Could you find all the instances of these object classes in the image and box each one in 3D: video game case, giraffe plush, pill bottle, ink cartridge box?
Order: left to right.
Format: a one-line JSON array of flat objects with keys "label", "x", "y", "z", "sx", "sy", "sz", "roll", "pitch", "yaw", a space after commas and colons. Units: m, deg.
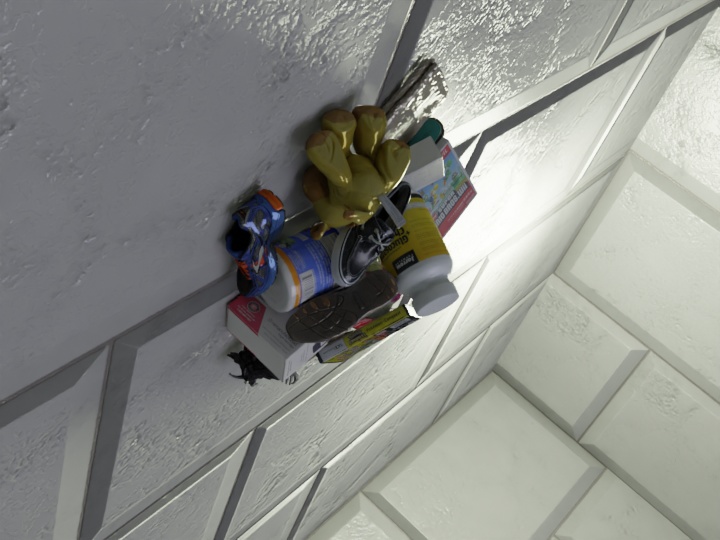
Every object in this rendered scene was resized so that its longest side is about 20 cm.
[{"label": "ink cartridge box", "x": -0.110, "y": 0.068, "z": 1.610, "sx": 0.200, "sy": 0.145, "sz": 0.084, "roll": -39, "pitch": 160, "yaw": -29}, {"label": "pill bottle", "x": -0.070, "y": -0.016, "z": 1.548, "sx": 0.199, "sy": 0.112, "sz": 0.112, "roll": -25, "pitch": 151, "yaw": -33}, {"label": "giraffe plush", "x": -0.022, "y": -0.133, "z": 1.436, "sx": 0.172, "sy": 0.201, "sz": 0.162, "roll": -18, "pitch": 175, "yaw": -32}, {"label": "video game case", "x": 0.019, "y": 0.117, "z": 1.706, "sx": 0.180, "sy": 0.026, "sz": 0.200, "roll": -29, "pitch": 171, "yaw": 6}, {"label": "pill bottle", "x": 0.091, "y": -0.028, "z": 1.590, "sx": 0.112, "sy": 0.201, "sz": 0.112, "roll": -22, "pitch": 161, "yaw": -8}, {"label": "video game case", "x": 0.146, "y": -0.139, "z": 1.736, "sx": 0.143, "sy": 0.017, "sz": 0.200, "roll": -52, "pitch": 147, "yaw": -6}]

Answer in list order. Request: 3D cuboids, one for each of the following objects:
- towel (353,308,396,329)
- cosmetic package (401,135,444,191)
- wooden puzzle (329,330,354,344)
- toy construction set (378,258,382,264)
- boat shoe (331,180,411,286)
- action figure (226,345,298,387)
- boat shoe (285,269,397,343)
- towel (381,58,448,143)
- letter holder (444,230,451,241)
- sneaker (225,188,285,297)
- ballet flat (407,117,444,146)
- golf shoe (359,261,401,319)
[{"label": "towel", "x": 0.009, "y": 0.093, "z": 1.797, "sx": 0.144, "sy": 0.023, "sz": 0.200, "roll": -12, "pitch": 172, "yaw": 23}, {"label": "cosmetic package", "x": 0.045, "y": -0.152, "z": 1.604, "sx": 0.199, "sy": 0.051, "sz": 0.083, "roll": -28, "pitch": 162, "yaw": -3}, {"label": "wooden puzzle", "x": -0.093, "y": 0.160, "z": 1.868, "sx": 0.199, "sy": 0.037, "sz": 0.185, "roll": -26, "pitch": 176, "yaw": 1}, {"label": "toy construction set", "x": 0.043, "y": -0.030, "z": 1.767, "sx": 0.092, "sy": 0.131, "sz": 0.201, "roll": 7, "pitch": 86, "yaw": -44}, {"label": "boat shoe", "x": 0.022, "y": -0.061, "z": 1.500, "sx": 0.072, "sy": 0.068, "sz": 0.201, "roll": 47, "pitch": 64, "yaw": -37}, {"label": "action figure", "x": -0.163, "y": 0.165, "z": 1.725, "sx": 0.200, "sy": 0.118, "sz": 0.102, "roll": -44, "pitch": 142, "yaw": -41}, {"label": "boat shoe", "x": -0.031, "y": 0.067, "z": 1.534, "sx": 0.199, "sy": 0.075, "sz": 0.073, "roll": -24, "pitch": 173, "yaw": -15}, {"label": "towel", "x": 0.070, "y": -0.259, "z": 1.574, "sx": 0.200, "sy": 0.034, "sz": 0.133, "roll": -48, "pitch": 161, "yaw": -1}, {"label": "letter holder", "x": 0.138, "y": -0.131, "z": 1.885, "sx": 0.142, "sy": 0.100, "sz": 0.200, "roll": -49, "pitch": 162, "yaw": -9}, {"label": "sneaker", "x": -0.171, "y": -0.035, "z": 1.408, "sx": 0.078, "sy": 0.075, "sz": 0.201, "roll": -26, "pitch": 143, "yaw": -34}, {"label": "ballet flat", "x": 0.081, "y": -0.190, "z": 1.692, "sx": 0.200, "sy": 0.071, "sz": 0.071, "roll": -50, "pitch": 162, "yaw": -1}, {"label": "golf shoe", "x": 0.000, "y": 0.000, "z": 1.676, "sx": 0.075, "sy": 0.201, "sz": 0.092, "roll": -4, "pitch": 140, "yaw": -31}]
